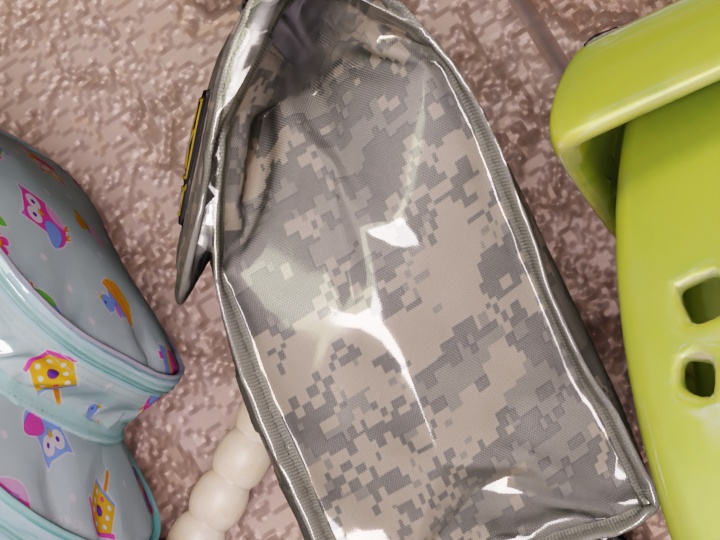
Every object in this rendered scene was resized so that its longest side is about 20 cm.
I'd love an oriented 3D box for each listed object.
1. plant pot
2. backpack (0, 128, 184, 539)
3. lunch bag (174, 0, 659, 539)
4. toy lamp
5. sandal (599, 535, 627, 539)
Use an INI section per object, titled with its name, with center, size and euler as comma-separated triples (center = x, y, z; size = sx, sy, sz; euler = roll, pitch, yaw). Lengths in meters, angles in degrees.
[plant pot]
center = 0.173, -0.004, 0.673
size = 0.198, 0.200, 0.182
euler = -24, 75, 10
[backpack]
center = -0.153, 0.037, 0.760
size = 0.153, 0.176, 0.201
euler = -31, 65, 11
[lunch bag]
center = 0.000, 0.000, 0.696
size = 0.117, 0.164, 0.201
euler = -24, 94, -3
[toy lamp]
center = -0.041, 0.067, 0.808
size = 0.058, 0.058, 0.201
euler = 32, 94, 12
[sandal]
center = 0.105, 0.177, 0.781
size = 0.075, 0.048, 0.201
euler = -30, 94, 8
